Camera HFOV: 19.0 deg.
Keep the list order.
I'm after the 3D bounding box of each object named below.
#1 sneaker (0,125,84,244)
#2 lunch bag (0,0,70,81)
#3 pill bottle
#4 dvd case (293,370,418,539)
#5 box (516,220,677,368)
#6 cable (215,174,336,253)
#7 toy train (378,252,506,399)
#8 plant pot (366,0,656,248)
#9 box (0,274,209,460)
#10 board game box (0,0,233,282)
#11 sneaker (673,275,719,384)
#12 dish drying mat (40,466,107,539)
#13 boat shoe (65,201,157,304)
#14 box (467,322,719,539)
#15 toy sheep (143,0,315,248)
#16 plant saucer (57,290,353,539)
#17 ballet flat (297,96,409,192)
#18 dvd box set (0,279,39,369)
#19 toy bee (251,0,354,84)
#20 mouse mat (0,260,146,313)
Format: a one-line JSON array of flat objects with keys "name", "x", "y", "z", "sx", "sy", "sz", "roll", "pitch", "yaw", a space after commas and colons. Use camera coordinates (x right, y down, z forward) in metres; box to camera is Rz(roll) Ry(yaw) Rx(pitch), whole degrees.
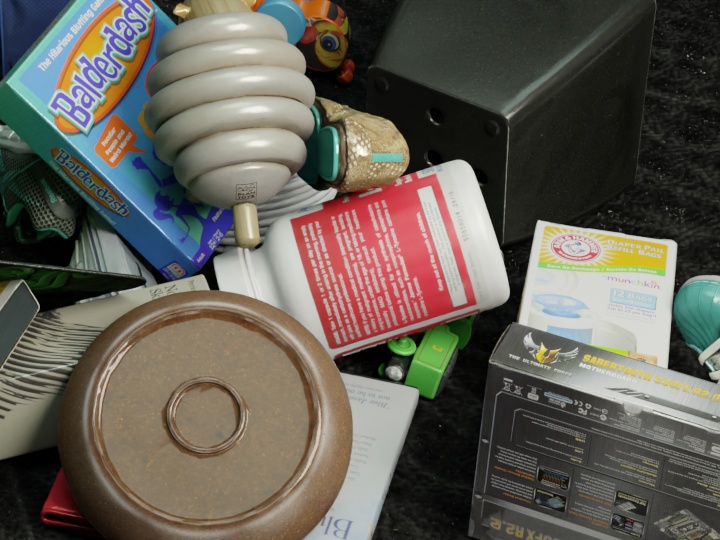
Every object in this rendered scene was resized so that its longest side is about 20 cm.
[{"name": "sneaker", "x": -0.263, "y": -0.066, "z": 1.702, "sx": 0.077, "sy": 0.092, "sz": 0.200, "roll": 14, "pitch": -4, "yaw": -23}, {"name": "lunch bag", "x": -0.265, "y": -0.259, "z": 1.943, "sx": 0.132, "sy": 0.136, "sz": 0.200, "roll": -2, "pitch": 34, "yaw": -11}, {"name": "pill bottle", "x": 0.000, "y": 0.000, "z": 1.571, "sx": 0.199, "sy": 0.113, "sz": 0.112, "roll": -18, "pitch": 37, "yaw": 0}, {"name": "dvd case", "x": -0.047, "y": 0.132, "z": 1.517, "sx": 0.142, "sy": 0.018, "sz": 0.200, "roll": 11, "pitch": 36, "yaw": 8}, {"name": "box", "x": 0.165, "y": 0.064, "z": 1.566, "sx": 0.112, "sy": 0.102, "sz": 0.200, "roll": 9, "pitch": 35, "yaw": 6}, {"name": "cable", "x": -0.113, "y": -0.094, "z": 1.785, "sx": 0.199, "sy": 0.069, "sz": 0.200, "roll": 14, "pitch": 36, "yaw": 12}, {"name": "toy train", "x": 0.066, "y": 0.029, "z": 1.660, "sx": 0.056, "sy": 0.042, "sz": 0.200, "roll": 22, "pitch": 37, "yaw": 7}, {"name": "plant pot", "x": 0.106, "y": -0.134, "z": 1.773, "sx": 0.199, "sy": 0.201, "sz": 0.177, "roll": 24, "pitch": 46, "yaw": 25}, {"name": "box", "x": -0.193, "y": 0.070, "z": 1.515, "sx": 0.199, "sy": 0.069, "sz": 0.082, "roll": -15, "pitch": 34, "yaw": -11}, {"name": "board game box", "x": -0.165, "y": -0.112, "z": 1.626, "sx": 0.200, "sy": 0.045, "sz": 0.152, "roll": 44, "pitch": 52, "yaw": -15}, {"name": "sneaker", "x": 0.288, "y": 0.091, "z": 1.513, "sx": 0.200, "sy": 0.071, "sz": 0.080, "roll": 47, "pitch": 44, "yaw": 4}, {"name": "dish drying mat", "x": -0.159, "y": 0.119, "z": 1.523, "sx": 0.076, "sy": 0.018, "sz": 0.200, "roll": 9, "pitch": 35, "yaw": 9}, {"name": "boat shoe", "x": -0.198, "y": -0.002, "z": 1.644, "sx": 0.067, "sy": 0.074, "sz": 0.200, "roll": -38, "pitch": 22, "yaw": 6}, {"name": "box", "x": 0.176, "y": 0.135, "z": 1.419, "sx": 0.199, "sy": 0.159, "sz": 0.048, "roll": 17, "pitch": 39, "yaw": 17}, {"name": "toy sheep", "x": -0.094, "y": -0.112, "z": 1.557, "sx": 0.137, "sy": 0.138, "sz": 0.201, "roll": -10, "pitch": 77, "yaw": -20}, {"name": "plant saucer", "x": -0.103, "y": 0.101, "z": 1.439, "sx": 0.199, "sy": 0.035, "sz": 0.201, "roll": 2, "pitch": 68, "yaw": -5}, {"name": "ballet flat", "x": -0.007, "y": -0.089, "z": 1.590, "sx": 0.065, "sy": 0.071, "sz": 0.200, "roll": 2, "pitch": 12, "yaw": -13}, {"name": "dvd box set", "x": -0.332, "y": 0.071, "z": 1.473, "sx": 0.199, "sy": 0.029, "sz": 0.147, "roll": -6, "pitch": 38, "yaw": 31}, {"name": "toy bee", "x": -0.055, "y": -0.208, "z": 1.946, "sx": 0.199, "sy": 0.109, "sz": 0.131, "roll": -3, "pitch": 36, "yaw": 35}, {"name": "mouse mat", "x": -0.265, "y": 0.013, "z": 1.526, "sx": 0.160, "sy": 0.008, "sz": 0.200, "roll": 7, "pitch": -13, "yaw": -35}]
